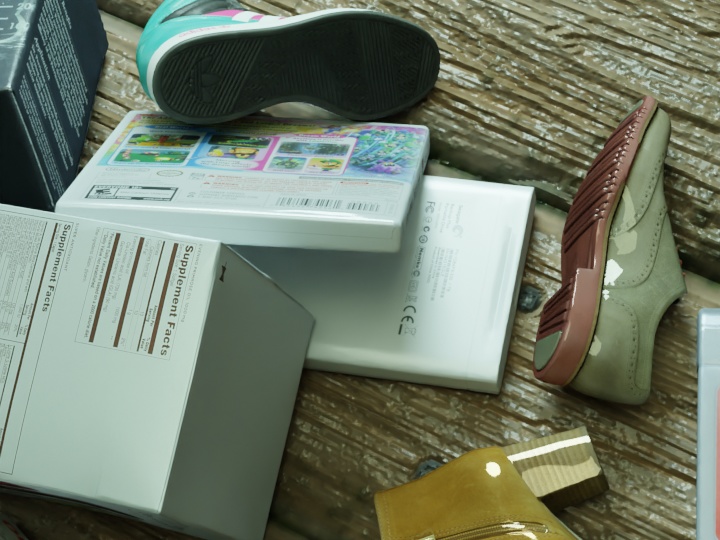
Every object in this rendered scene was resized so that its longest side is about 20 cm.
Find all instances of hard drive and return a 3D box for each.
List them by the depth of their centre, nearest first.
[{"bbox_3d":[0.000,0.000,1.201,0.198,0.027,0.133,7,66,14],"label":"hard drive"}]

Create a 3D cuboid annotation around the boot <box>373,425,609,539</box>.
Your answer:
[{"bbox_3d":[0.089,0.192,1.074,0.143,0.071,0.203,-23,59,6],"label":"boot"}]

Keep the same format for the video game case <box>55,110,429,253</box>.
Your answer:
[{"bbox_3d":[-0.064,-0.056,1.167,0.198,0.024,0.182,3,22,6],"label":"video game case"}]

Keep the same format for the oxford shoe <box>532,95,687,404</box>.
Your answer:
[{"bbox_3d":[0.162,-0.010,1.165,0.074,0.070,0.202,23,67,-8],"label":"oxford shoe"}]

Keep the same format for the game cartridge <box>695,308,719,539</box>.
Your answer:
[{"bbox_3d":[0.255,0.115,1.092,0.132,0.041,0.202,1,65,7],"label":"game cartridge"}]

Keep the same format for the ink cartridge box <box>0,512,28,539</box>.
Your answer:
[{"bbox_3d":[-0.224,0.186,1.048,0.083,0.200,0.146,-47,65,-1],"label":"ink cartridge box"}]

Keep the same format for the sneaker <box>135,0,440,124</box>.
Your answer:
[{"bbox_3d":[-0.058,-0.140,1.254,0.198,0.084,0.121,-5,23,-25],"label":"sneaker"}]

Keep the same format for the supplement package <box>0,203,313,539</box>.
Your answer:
[{"bbox_3d":[-0.157,0.059,1.097,0.198,0.191,0.149,10,79,16],"label":"supplement package"}]

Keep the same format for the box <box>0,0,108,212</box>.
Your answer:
[{"bbox_3d":[-0.279,-0.118,1.228,0.198,0.125,0.198,-5,41,8],"label":"box"}]
